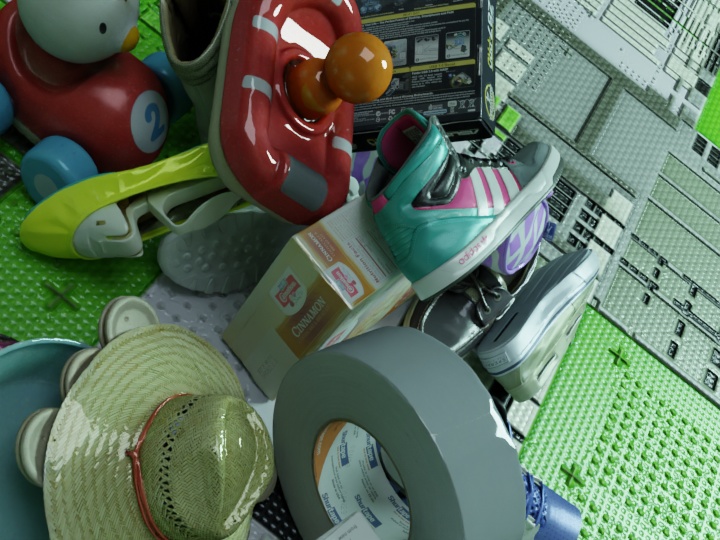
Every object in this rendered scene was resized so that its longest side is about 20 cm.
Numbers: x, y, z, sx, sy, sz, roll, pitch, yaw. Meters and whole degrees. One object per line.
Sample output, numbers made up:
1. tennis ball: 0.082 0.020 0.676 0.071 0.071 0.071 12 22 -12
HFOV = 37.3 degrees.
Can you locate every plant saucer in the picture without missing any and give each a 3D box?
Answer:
1. plant saucer: -0.205 0.146 0.686 0.199 0.036 0.204 18 67 -51

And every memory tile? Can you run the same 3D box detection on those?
1. memory tile: -0.138 0.129 0.735 0.201 0.017 0.154 54 43 -29

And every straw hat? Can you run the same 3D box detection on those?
1. straw hat: -0.103 0.128 0.696 0.200 0.084 0.205 18 67 -50

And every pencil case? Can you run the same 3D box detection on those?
1. pencil case: 0.078 -0.070 0.979 0.198 0.087 0.084 26 29 26

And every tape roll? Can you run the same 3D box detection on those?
1. tape roll: 0.022 0.144 0.757 0.066 0.201 0.202 -19 68 -39

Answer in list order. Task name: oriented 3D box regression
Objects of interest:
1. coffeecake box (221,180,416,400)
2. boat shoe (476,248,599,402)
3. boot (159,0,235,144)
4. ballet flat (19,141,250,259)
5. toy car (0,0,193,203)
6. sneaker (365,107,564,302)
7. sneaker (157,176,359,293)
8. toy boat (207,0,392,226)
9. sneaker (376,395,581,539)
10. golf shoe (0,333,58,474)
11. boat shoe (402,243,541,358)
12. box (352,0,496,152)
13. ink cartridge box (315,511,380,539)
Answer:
1. coffeecake box: 0.000 0.000 0.880 0.073 0.154 0.199 49 48 8
2. boat shoe: 0.176 0.049 1.021 0.200 0.071 0.063 -42 108 -39
3. boot: -0.118 -0.212 0.918 0.071 0.155 0.203 0 62 10
4. ballet flat: -0.166 -0.047 0.830 0.197 0.067 0.067 -22 53 -11
5. toy car: -0.216 -0.186 0.856 0.176 0.200 0.185 37 47 -1
6. sneaker: 0.072 -0.077 0.821 0.121 0.083 0.200 52 49 -6
7. sneaker: -0.096 -0.045 0.924 0.198 0.077 0.080 -23 47 -35
8. toy boat: -0.031 -0.142 0.809 0.130 0.129 0.203 29 56 -44
9. sneaker: 0.100 0.167 0.846 0.197 0.115 0.081 27 49 -11
10. golf shoe: -0.275 0.070 0.722 0.201 0.091 0.073 54 43 -18
11. boat shoe: 0.108 0.017 0.993 0.072 0.065 0.200 45 47 6
12. box: 0.017 -0.186 0.916 0.049 0.197 0.164 30 58 -64
13. ink cartridge box: 0.004 0.280 0.685 0.084 0.146 0.201 -26 73 -42
